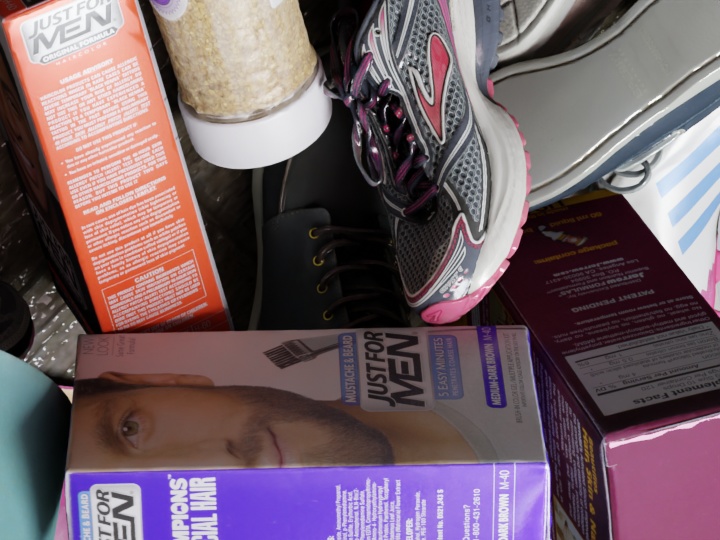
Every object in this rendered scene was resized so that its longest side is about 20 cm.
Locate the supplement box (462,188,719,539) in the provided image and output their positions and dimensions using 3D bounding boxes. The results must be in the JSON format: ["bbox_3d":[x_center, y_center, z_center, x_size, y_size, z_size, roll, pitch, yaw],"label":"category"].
[{"bbox_3d":[0.116,0.060,1.293,0.085,0.200,0.111,-13,122,-11],"label":"supplement box"}]

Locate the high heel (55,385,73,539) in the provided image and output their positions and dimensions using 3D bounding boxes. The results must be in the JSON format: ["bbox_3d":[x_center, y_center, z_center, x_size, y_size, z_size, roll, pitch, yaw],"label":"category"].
[{"bbox_3d":[-0.087,0.076,1.365,0.199,0.068,0.096,-8,134,-10],"label":"high heel"}]

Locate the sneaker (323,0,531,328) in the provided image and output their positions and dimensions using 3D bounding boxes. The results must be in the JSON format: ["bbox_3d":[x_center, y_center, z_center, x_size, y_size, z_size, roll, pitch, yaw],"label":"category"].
[{"bbox_3d":[0.021,-0.070,1.271,0.074,0.201,0.081,9,152,-34],"label":"sneaker"}]

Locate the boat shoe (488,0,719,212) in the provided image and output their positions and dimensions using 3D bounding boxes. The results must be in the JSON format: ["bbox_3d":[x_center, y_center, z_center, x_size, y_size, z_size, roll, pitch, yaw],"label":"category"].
[{"bbox_3d":[0.113,-0.078,1.318,0.200,0.075,0.062,-36,153,13],"label":"boat shoe"}]

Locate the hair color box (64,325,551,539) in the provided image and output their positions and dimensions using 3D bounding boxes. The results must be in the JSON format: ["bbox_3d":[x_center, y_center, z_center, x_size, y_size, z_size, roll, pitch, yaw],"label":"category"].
[{"bbox_3d":[-0.023,0.077,1.203,0.198,0.110,0.065,-3,121,-1],"label":"hair color box"}]

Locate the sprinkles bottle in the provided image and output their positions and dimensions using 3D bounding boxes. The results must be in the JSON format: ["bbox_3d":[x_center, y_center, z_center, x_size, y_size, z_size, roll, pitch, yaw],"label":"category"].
[{"bbox_3d":[-0.067,-0.142,1.239,0.068,0.068,0.201,-26,127,-12],"label":"sprinkles bottle"}]

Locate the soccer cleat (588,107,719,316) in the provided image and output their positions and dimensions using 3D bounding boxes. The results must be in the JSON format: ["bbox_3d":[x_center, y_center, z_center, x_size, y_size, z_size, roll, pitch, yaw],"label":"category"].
[{"bbox_3d":[0.142,-0.029,1.404,0.086,0.070,0.201,4,112,-19],"label":"soccer cleat"}]

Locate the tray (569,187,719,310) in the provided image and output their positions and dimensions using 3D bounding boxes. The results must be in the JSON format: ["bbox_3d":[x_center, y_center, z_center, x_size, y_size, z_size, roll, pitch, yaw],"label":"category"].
[{"bbox_3d":[0.146,-0.017,1.464,0.107,0.022,0.201,-24,127,-16],"label":"tray"}]

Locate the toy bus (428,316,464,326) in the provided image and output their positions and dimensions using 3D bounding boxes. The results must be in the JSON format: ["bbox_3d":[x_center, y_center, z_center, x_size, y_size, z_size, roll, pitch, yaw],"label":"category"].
[{"bbox_3d":[0.090,0.058,1.445,0.078,0.065,0.201,-24,125,-7],"label":"toy bus"}]

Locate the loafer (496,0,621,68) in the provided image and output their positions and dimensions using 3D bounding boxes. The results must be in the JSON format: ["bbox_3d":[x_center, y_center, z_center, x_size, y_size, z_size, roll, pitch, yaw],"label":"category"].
[{"bbox_3d":[0.124,-0.175,1.333,0.200,0.072,0.063,-49,147,14],"label":"loafer"}]

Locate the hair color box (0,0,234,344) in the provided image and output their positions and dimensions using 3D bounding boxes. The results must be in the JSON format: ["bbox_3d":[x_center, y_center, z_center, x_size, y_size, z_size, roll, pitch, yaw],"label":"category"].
[{"bbox_3d":[-0.119,-0.057,1.241,0.061,0.102,0.201,-23,126,-13],"label":"hair color box"}]

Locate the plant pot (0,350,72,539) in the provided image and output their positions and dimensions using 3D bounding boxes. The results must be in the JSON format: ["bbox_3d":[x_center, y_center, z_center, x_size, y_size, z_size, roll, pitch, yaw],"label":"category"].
[{"bbox_3d":[-0.225,0.131,1.199,0.199,0.162,0.201,2,155,1],"label":"plant pot"}]

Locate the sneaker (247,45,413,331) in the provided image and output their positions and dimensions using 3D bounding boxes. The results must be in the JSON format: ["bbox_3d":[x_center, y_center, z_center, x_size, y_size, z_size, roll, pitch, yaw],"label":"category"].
[{"bbox_3d":[0.000,0.000,1.315,0.074,0.106,0.201,3,98,-28],"label":"sneaker"}]

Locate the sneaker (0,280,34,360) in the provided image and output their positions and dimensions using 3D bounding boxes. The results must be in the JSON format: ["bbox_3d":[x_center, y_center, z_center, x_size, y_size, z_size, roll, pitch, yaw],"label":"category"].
[{"bbox_3d":[-0.227,0.001,1.233,0.199,0.074,0.088,10,120,-28],"label":"sneaker"}]
